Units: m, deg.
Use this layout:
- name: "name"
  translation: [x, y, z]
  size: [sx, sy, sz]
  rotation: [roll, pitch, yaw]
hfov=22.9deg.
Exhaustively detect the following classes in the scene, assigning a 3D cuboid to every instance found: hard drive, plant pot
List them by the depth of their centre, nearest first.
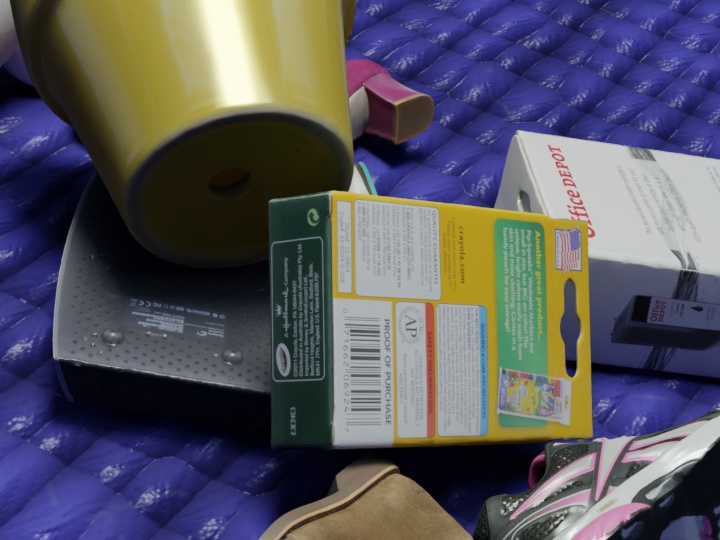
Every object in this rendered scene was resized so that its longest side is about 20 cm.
- name: "hard drive"
  translation: [-0.104, 0.015, 1.012]
  size: [0.135, 0.042, 0.200]
  rotation: [10, 32, -8]
- name: "plant pot"
  translation: [-0.089, -0.113, 1.013]
  size: [0.200, 0.201, 0.189]
  rotation: [0, 50, -22]

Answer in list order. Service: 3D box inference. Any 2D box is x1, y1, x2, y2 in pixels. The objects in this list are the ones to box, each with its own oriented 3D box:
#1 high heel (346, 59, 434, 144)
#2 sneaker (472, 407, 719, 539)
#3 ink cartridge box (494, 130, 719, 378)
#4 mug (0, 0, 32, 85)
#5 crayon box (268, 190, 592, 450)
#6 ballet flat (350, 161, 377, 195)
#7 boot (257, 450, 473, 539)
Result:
- name: "high heel"
  translation: [-0.048, -0.105, 1.203]
  size: [0.200, 0.067, 0.096]
  rotation: [-25, 37, -38]
- name: "sneaker"
  translation: [0.135, 0.111, 0.932]
  size: [0.086, 0.081, 0.200]
  rotation: [24, 26, 34]
- name: "ink cartridge box"
  translation: [0.192, -0.008, 1.124]
  size: [0.200, 0.083, 0.147]
  rotation: [7, 33, -12]
- name: "mug"
  translation: [-0.237, -0.214, 1.196]
  size: [0.147, 0.200, 0.175]
  rotation: [-5, 40, 48]
- name: "crayon box"
  translation: [0.040, 0.030, 0.940]
  size: [0.200, 0.126, 0.052]
  rotation: [4, -7, -43]
- name: "ballet flat"
  translation: [0.000, 0.000, 1.068]
  size: [0.069, 0.070, 0.200]
  rotation: [0, 32, -21]
- name: "boot"
  translation: [-0.012, 0.152, 0.819]
  size: [0.075, 0.074, 0.200]
  rotation: [33, 33, 16]
